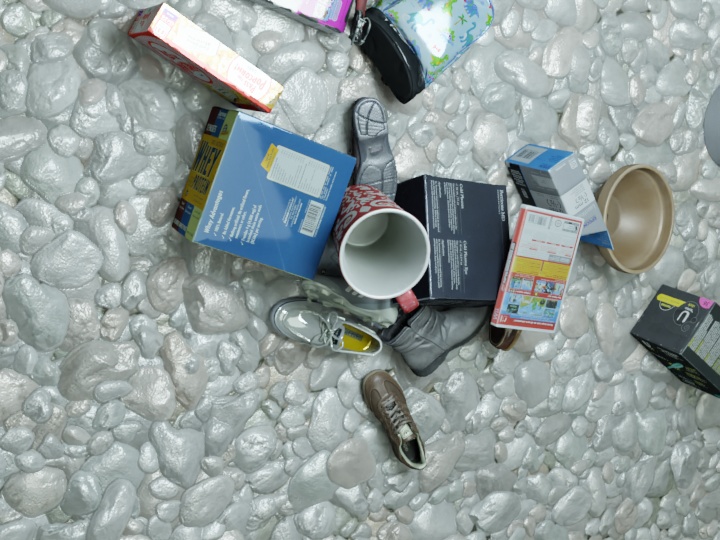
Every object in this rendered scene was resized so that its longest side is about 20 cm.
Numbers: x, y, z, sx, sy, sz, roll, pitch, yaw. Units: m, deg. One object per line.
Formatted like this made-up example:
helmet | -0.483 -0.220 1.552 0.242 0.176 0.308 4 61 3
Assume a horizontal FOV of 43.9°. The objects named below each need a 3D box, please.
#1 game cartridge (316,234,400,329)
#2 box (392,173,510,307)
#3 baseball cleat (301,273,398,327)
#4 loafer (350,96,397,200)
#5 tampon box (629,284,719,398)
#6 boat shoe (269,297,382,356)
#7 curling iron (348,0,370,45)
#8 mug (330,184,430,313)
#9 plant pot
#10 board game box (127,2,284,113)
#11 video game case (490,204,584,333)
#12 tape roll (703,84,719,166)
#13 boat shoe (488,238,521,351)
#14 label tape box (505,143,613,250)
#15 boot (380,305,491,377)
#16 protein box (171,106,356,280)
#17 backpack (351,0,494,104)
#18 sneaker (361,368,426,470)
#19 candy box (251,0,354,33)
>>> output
game cartridge | 0.000 0.000 1.502 0.134 0.040 0.200 -50 117 -11
box | 0.148 -0.043 1.476 0.181 0.104 0.202 4 80 -34
baseball cleat | -0.012 0.021 1.442 0.199 0.069 0.107 29 69 -42
loafer | 0.017 -0.182 1.454 0.071 0.063 0.202 -8 107 -12
tampon box | 0.673 0.145 1.784 0.200 0.150 0.127 38 85 -27
boat shoe | -0.050 0.103 1.473 0.201 0.086 0.075 23 92 -28
curling iron | 0.008 -0.431 1.368 0.025 0.050 0.202 16 67 -19
mug | 0.016 -0.034 1.360 0.132 0.200 0.179 -3 110 -11
plant pot | 0.486 -0.098 1.665 0.200 0.092 0.203 -6 100 -34
board game box | -0.220 -0.298 1.265 0.199 0.151 0.047 32 88 -27
video game case | 0.293 0.000 1.475 0.142 0.017 0.202 8 98 -36
tape roll | 0.783 -0.294 1.783 0.199 0.066 0.202 -6 105 -24
boat shoe | 0.264 0.042 1.616 0.070 0.070 0.202 16 87 -34
label tape box | 0.350 -0.117 1.576 0.066 0.143 0.201 -33 113 -13
boot | 0.135 0.083 1.548 0.200 0.070 0.132 -47 131 -10
protein box | -0.147 -0.117 1.349 0.199 0.135 0.200 18 94 -27
backpack | 0.115 -0.390 1.417 0.200 0.153 0.164 -37 100 -26
sneaker | 0.070 0.263 1.571 0.070 0.075 0.201 -33 114 -15
candy box | -0.100 -0.454 1.336 0.199 0.061 0.137 17 95 -28
